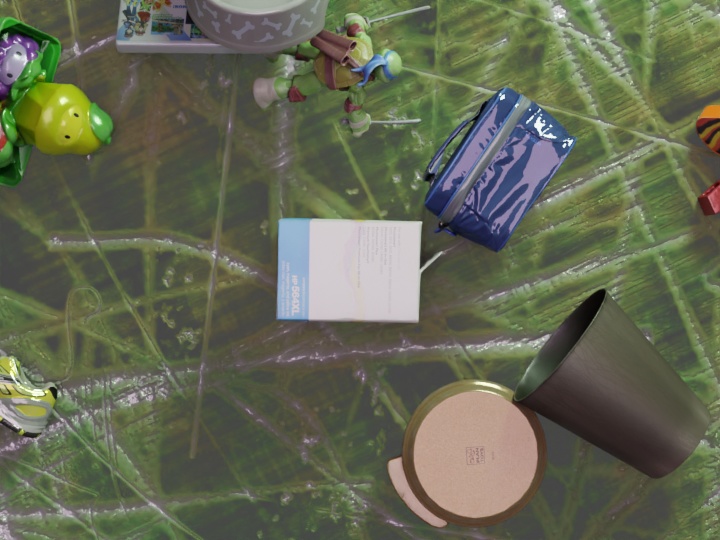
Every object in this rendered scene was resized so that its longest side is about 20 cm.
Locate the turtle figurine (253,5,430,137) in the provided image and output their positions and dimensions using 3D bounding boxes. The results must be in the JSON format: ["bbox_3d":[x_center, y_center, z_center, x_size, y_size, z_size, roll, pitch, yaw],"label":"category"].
[{"bbox_3d":[-0.024,-0.247,1.553,0.193,0.200,0.144,4,114,20],"label":"turtle figurine"}]

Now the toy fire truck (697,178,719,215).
[{"bbox_3d":[0.550,-0.086,1.559,0.200,0.049,0.141,-29,89,0],"label":"toy fire truck"}]

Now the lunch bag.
[{"bbox_3d":[0.158,-0.123,1.520,0.132,0.136,0.200,35,93,0],"label":"lunch bag"}]

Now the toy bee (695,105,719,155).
[{"bbox_3d":[0.521,-0.160,1.515,0.131,0.200,0.109,-35,115,-26],"label":"toy bee"}]

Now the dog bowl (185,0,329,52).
[{"bbox_3d":[-0.120,-0.362,1.495,0.199,0.059,0.201,-1,61,2],"label":"dog bowl"}]

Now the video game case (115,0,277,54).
[{"bbox_3d":[-0.200,-0.353,1.541,0.199,0.022,0.183,1,65,0],"label":"video game case"}]

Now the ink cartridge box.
[{"bbox_3d":[0.000,0.000,1.528,0.199,0.129,0.126,2,91,1],"label":"ink cartridge box"}]

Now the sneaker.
[{"bbox_3d":[-0.481,0.134,1.572,0.200,0.075,0.077,34,84,-10],"label":"sneaker"}]

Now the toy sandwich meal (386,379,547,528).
[{"bbox_3d":[0.139,0.238,1.565,0.204,0.070,0.206,0,87,-2],"label":"toy sandwich meal"}]

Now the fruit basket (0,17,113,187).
[{"bbox_3d":[-0.421,-0.201,1.532,0.215,0.155,0.217,-1,85,18],"label":"fruit basket"}]

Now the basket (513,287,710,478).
[{"bbox_3d":[0.323,0.155,1.528,0.200,0.136,0.180,40,86,-4],"label":"basket"}]
